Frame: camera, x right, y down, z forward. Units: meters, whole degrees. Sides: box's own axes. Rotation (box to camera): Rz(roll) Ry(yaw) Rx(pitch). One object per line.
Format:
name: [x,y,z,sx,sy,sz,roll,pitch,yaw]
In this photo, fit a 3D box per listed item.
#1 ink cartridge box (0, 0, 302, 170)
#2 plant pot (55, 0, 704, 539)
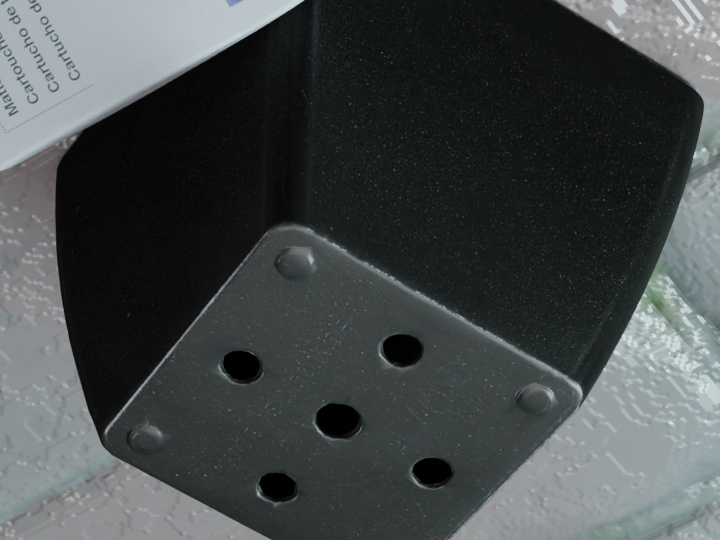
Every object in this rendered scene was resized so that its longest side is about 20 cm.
ink cartridge box: [-0.140,-0.144,1.020,0.200,0.041,0.200,-27,96,24]
plant pot: [0.000,0.000,1.083,0.199,0.178,0.200,30,125,-18]
